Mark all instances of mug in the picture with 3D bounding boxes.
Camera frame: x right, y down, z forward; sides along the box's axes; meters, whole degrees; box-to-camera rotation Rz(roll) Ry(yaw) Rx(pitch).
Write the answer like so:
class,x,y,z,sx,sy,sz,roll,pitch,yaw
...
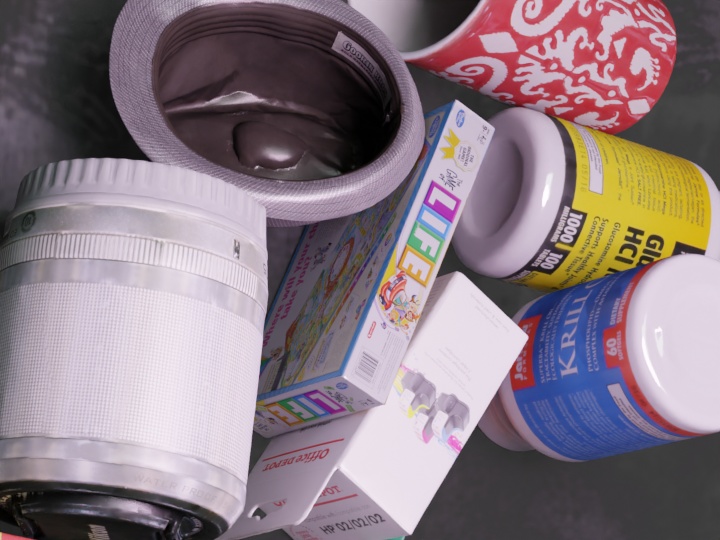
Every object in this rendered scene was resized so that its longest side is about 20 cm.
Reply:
class,x,y,z,sx,sy,sz,roll,pitch,yaw
mug,0.104,-0.187,1.872,0.200,0.133,0.178,23,53,-44

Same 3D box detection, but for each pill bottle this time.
class,x,y,z,sx,sy,sz,roll,pitch,yaw
pill bottle,0.166,-0.030,1.899,0.199,0.112,0.113,15,71,-30
pill bottle,0.155,0.061,1.816,0.112,0.200,0.113,9,73,-33

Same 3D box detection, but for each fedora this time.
class,x,y,z,sx,sy,sz,roll,pitch,yaw
fedora,-0.065,-0.091,1.755,0.199,0.090,0.177,4,58,-16

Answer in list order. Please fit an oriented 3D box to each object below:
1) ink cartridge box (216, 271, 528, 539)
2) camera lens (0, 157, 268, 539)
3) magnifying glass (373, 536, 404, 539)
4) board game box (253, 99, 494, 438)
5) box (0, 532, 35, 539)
class,x,y,z,sx,sy,sz,roll,pitch,yaw
ink cartridge box,0.005,0.103,1.756,0.068,0.115,0.200,44,59,-17
camera lens,-0.137,0.054,1.644,0.160,0.160,0.201,16,70,-30
magnifying glass,0.022,0.160,1.788,0.022,0.080,0.200,26,51,2
board game box,0.000,0.000,1.766,0.034,0.134,0.200,34,62,-23
box,-0.211,0.185,1.629,0.199,0.050,0.076,17,71,-30
